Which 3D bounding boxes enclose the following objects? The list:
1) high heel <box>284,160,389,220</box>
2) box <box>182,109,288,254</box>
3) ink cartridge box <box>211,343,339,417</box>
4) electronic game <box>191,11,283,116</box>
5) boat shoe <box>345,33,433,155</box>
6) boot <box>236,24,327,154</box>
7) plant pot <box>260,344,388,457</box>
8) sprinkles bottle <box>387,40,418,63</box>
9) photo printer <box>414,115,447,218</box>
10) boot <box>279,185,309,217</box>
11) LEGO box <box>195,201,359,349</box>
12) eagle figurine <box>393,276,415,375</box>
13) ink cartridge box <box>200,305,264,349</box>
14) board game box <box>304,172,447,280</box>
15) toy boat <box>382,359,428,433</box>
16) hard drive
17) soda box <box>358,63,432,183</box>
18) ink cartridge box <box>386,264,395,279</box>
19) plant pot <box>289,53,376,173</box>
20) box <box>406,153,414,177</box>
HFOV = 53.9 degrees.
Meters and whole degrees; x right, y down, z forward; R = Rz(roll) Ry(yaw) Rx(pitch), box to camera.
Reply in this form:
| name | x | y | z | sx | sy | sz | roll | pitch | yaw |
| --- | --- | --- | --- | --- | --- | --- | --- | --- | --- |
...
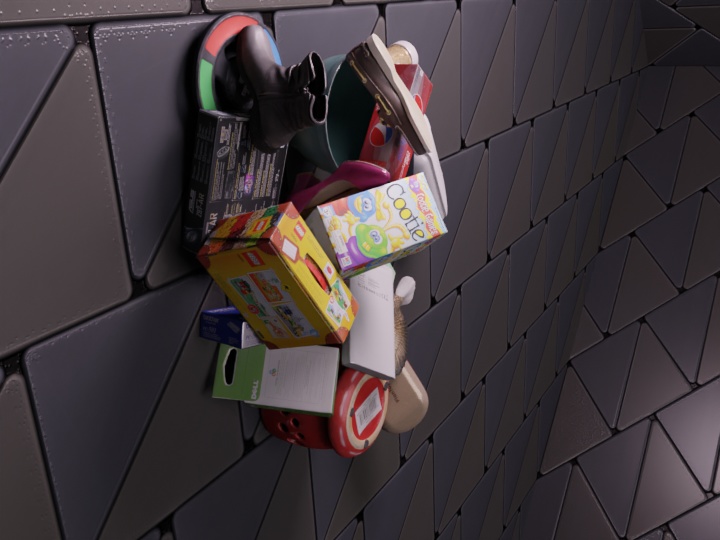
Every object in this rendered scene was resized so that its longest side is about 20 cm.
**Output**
| name | x | y | z | sx | sy | sz | roll | pitch | yaw |
| --- | --- | --- | --- | --- | --- | --- | --- | --- | --- |
| high heel | -0.042 | -0.113 | 1.114 | 0.067 | 0.195 | 0.098 | 39 | 59 | -50 |
| box | -0.185 | -0.133 | 1.067 | 0.159 | 0.043 | 0.206 | -14 | 121 | -54 |
| ink cartridge box | -0.135 | 0.172 | 1.154 | 0.059 | 0.194 | 0.107 | 96 | 1 | -73 |
| electronic game | -0.180 | -0.283 | 1.071 | 0.198 | 0.041 | 0.206 | -24 | 119 | -53 |
| boat shoe | 0.048 | -0.266 | 1.114 | 0.202 | 0.058 | 0.072 | 57 | 21 | -19 |
| boot | -0.104 | -0.278 | 1.003 | 0.069 | 0.130 | 0.206 | 1 | 72 | -50 |
| plant pot | -0.057 | 0.225 | 1.283 | 0.199 | 0.179 | 0.207 | -17 | 110 | -54 |
| sprinkles bottle | 0.039 | -0.384 | 1.367 | 0.200 | 0.067 | 0.070 | -43 | 132 | -44 |
| photo printer | 0.131 | -0.228 | 1.505 | 0.169 | 0.067 | 0.203 | -91 | 164 | -46 |
| boot | -0.083 | -0.042 | 1.281 | 0.199 | 0.065 | 0.180 | 30 | 76 | -59 |
| LEGO box | -0.116 | 0.016 | 1.016 | 0.202 | 0.146 | 0.078 | 57 | 41 | -32 |
| eagle figurine | 0.039 | 0.106 | 1.429 | 0.148 | 0.203 | 0.152 | 14 | 130 | -23 |
| ink cartridge box | -0.159 | 0.083 | 1.158 | 0.198 | 0.092 | 0.046 | -8 | 105 | -57 |
| board game box | 0.019 | -0.062 | 1.102 | 0.196 | 0.105 | 0.105 | -21 | 83 | -27 |
| toy boat | 0.059 | 0.250 | 1.537 | 0.129 | 0.131 | 0.203 | -33 | 103 | -2 |
| hard drive | 0.015 | 0.077 | 1.237 | 0.131 | 0.026 | 0.206 | 27 | 55 | -48 |
| soda box | 0.058 | -0.241 | 1.194 | 0.070 | 0.062 | 0.205 | 35 | 70 | -56 |
| ink cartridge box | 0.000 | 0.000 | 1.293 | 0.163 | 0.049 | 0.202 | 61 | 22 | -24 |
| plant pot | -0.052 | -0.262 | 1.195 | 0.199 | 0.131 | 0.206 | -24 | 119 | -53 |
| box | 0.066 | -0.212 | 1.356 | 0.203 | 0.049 | 0.161 | 88 | -6 | -51 |
